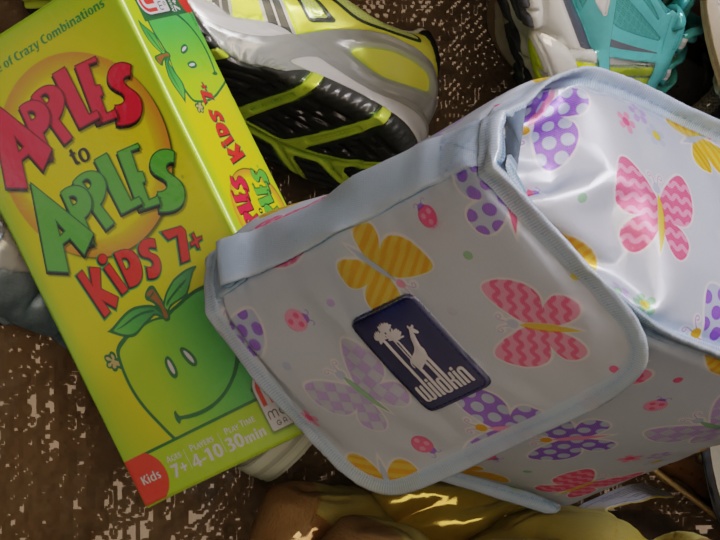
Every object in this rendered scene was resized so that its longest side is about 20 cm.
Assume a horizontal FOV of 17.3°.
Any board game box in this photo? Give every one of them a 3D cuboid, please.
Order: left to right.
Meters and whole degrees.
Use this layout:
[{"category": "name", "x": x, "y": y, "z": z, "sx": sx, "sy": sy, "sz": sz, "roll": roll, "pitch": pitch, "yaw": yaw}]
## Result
[{"category": "board game box", "x": -0.084, "y": -0.015, "z": 0.974, "sx": 0.102, "sy": 0.048, "sz": 0.200, "roll": -27, "pitch": 89, "yaw": 31}]

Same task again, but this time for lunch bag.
[{"category": "lunch bag", "x": 0.061, "y": 0.012, "z": 0.896, "sx": 0.200, "sy": 0.169, "sz": 0.127, "roll": 21, "pitch": 56, "yaw": -39}]

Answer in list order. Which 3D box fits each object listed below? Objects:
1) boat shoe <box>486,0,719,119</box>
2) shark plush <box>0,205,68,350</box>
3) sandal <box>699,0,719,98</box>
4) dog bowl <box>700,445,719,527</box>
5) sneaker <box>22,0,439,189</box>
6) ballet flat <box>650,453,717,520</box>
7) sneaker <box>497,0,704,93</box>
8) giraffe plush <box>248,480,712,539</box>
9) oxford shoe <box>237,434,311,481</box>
[{"category": "boat shoe", "x": 0.147, "y": -0.073, "z": 1.057, "sx": 0.200, "sy": 0.065, "sz": 0.072, "roll": 37, "pitch": 81, "yaw": -9}, {"category": "shark plush", "x": -0.183, "y": -0.007, "z": 1.018, "sx": 0.200, "sy": 0.091, "sz": 0.083, "roll": 25, "pitch": 109, "yaw": -25}, {"category": "sandal", "x": 0.177, "y": -0.065, "z": 0.992, "sx": 0.077, "sy": 0.070, "sz": 0.212, "roll": -12, "pitch": 86, "yaw": -15}, {"category": "dog bowl", "x": 0.248, "y": 0.076, "z": 1.030, "sx": 0.200, "sy": 0.074, "sz": 0.200, "roll": 11, "pitch": 66, "yaw": -26}, {"category": "sneaker", "x": -0.059, "y": -0.106, "z": 1.029, "sx": 0.200, "sy": 0.075, "sz": 0.076, "roll": 29, "pitch": 50, "yaw": -2}, {"category": "ballet flat", "x": 0.155, "y": 0.071, "z": 1.059, "sx": 0.200, "sy": 0.063, "sz": 0.069, "roll": 36, "pitch": 87, "yaw": -8}, {"category": "sneaker", "x": 0.106, "y": -0.086, "z": 0.978, "sx": 0.080, "sy": 0.078, "sz": 0.200, "roll": -19, "pitch": 129, "yaw": -3}, {"category": "giraffe plush", "x": 0.053, "y": 0.178, "z": 1.007, "sx": 0.200, "sy": 0.172, "sz": 0.162, "roll": 0, "pitch": 101, "yaw": -35}, {"category": "oxford shoe", "x": 0.000, "y": 0.000, "z": 1.029, "sx": 0.058, "sy": 0.075, "sz": 0.200, "roll": 40, "pitch": 88, "yaw": -9}]
